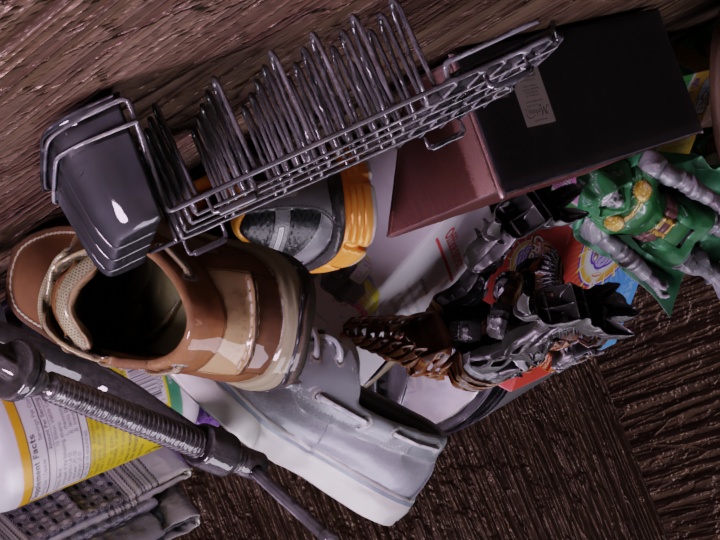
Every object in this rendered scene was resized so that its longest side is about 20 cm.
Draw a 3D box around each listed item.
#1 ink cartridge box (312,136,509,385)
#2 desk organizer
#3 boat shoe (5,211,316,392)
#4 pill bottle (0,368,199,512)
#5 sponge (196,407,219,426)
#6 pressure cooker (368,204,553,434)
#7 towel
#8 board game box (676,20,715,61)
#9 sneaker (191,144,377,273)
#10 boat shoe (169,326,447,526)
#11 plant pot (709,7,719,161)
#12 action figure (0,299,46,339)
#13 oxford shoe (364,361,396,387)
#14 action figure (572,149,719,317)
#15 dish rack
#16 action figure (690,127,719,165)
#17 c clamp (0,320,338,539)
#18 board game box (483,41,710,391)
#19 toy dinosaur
[{"bbox_3d":[0.000,0.000,1.218,0.200,0.068,0.115,-48,165,-6],"label":"ink cartridge box"},{"bbox_3d":[0.086,-0.076,1.105,0.077,0.072,0.199,-22,178,39],"label":"desk organizer"},{"bbox_3d":[-0.104,0.008,0.951,0.073,0.076,0.199,3,-178,-40],"label":"boat shoe"},{"bbox_3d":[-0.216,0.092,1.424,0.199,0.114,0.113,-21,177,-29],"label":"pill bottle"},{"bbox_3d":[-0.082,0.046,1.567,0.200,0.030,0.111,-51,-167,-28],"label":"sponge"},{"bbox_3d":[0.051,0.017,1.459,0.178,0.177,0.200,-26,179,31],"label":"pressure cooker"},{"bbox_3d":[-0.230,0.131,1.479,0.191,0.200,0.035,-20,144,-32],"label":"towel"},{"bbox_3d":[0.256,-0.151,1.429,0.134,0.029,0.200,-20,176,-26],"label":"board game box"},{"bbox_3d":[-0.075,-0.015,1.082,0.077,0.079,0.200,-3,162,-37],"label":"sneaker"},{"bbox_3d":[-0.029,0.062,1.112,0.200,0.070,0.072,36,92,-41],"label":"boat shoe"},{"bbox_3d":[0.297,-0.110,1.247,0.173,0.202,0.200,-3,175,-4],"label":"plant pot"},{"bbox_3d":[-0.194,0.043,1.187,0.129,0.070,0.200,-29,178,16],"label":"action figure"},{"bbox_3d":[-0.027,0.056,1.348,0.200,0.070,0.075,-43,-179,38],"label":"oxford shoe"},{"bbox_3d":[0.182,-0.028,1.282,0.199,0.055,0.118,20,111,-51],"label":"action figure"},{"bbox_3d":[-0.022,-0.058,0.832,0.199,0.055,0.153,-24,179,-10],"label":"dish rack"},{"bbox_3d":[0.232,-0.076,1.420,0.118,0.055,0.200,-41,-171,-21],"label":"action figure"},{"bbox_3d":[-0.120,0.055,0.995,0.199,0.027,0.171,27,-177,-40],"label":"c clamp"},{"bbox_3d":[0.143,-0.036,1.332,0.153,0.040,0.201,-19,132,-56],"label":"board game box"},{"bbox_3d":[0.079,0.031,1.199,0.200,0.102,0.136,-31,169,-45],"label":"toy dinosaur"}]
